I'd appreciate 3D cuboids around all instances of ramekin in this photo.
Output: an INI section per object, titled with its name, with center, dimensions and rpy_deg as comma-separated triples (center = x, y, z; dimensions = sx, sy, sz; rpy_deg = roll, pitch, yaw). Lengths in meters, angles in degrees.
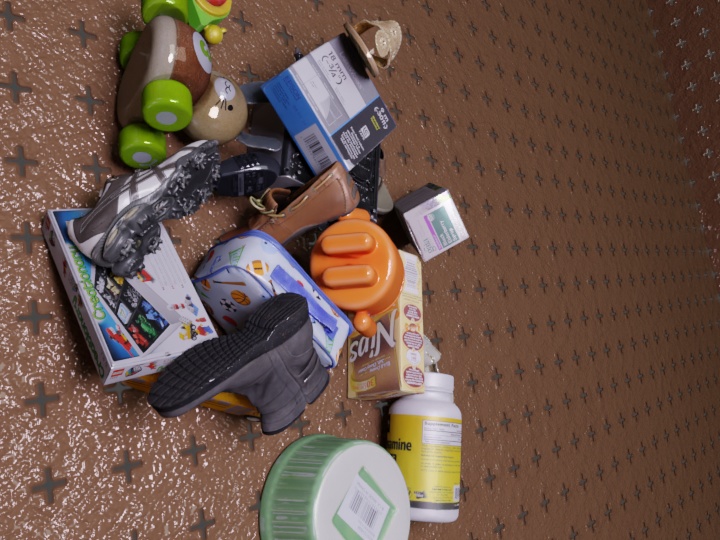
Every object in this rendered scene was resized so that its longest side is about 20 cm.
[ramekin]
center = -0.025, 0.315, 0.833
dimensions = 0.197, 0.097, 0.205
rpy_deg = 16, 66, -41

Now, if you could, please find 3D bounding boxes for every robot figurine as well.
[robot figurine]
center = 0.000, -0.002, 0.851
dimensions = 0.144, 0.116, 0.200
rpy_deg = 48, 1, 14

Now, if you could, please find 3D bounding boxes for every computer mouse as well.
[computer mouse]
center = -0.194, -0.112, 0.786
dimensions = 0.195, 0.059, 0.035
rpy_deg = -12, 68, -19

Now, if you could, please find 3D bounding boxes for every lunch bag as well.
[lunch bag]
center = -0.105, 0.046, 0.792
dimensions = 0.200, 0.158, 0.076
rpy_deg = 47, 51, -24

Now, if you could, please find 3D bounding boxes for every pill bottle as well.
[pill bottle]
center = 0.093, 0.257, 0.950
dimensions = 0.111, 0.111, 0.205
rpy_deg = 17, 71, -40

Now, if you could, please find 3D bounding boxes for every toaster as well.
[toaster]
center = -0.064, -0.171, 0.931
dimensions = 0.179, 0.117, 0.205
rpy_deg = 22, 63, -40

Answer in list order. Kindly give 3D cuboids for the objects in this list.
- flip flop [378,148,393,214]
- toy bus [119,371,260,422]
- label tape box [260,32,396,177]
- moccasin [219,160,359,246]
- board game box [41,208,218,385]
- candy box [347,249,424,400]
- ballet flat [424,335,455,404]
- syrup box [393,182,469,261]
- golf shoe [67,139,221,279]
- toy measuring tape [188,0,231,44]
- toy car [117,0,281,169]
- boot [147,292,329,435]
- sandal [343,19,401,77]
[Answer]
[flip flop]
center = 0.010, -0.190, 1.055
dimensions = 0.080, 0.057, 0.205
rpy_deg = -14, 87, -46
[toy bus]
center = -0.171, 0.122, 0.747
dimensions = 0.196, 0.078, 0.067
rpy_deg = 21, 63, -23
[label tape box]
center = -0.022, -0.232, 0.863
dimensions = 0.146, 0.063, 0.200
rpy_deg = 57, 46, -16
[moccasin]
center = -0.099, -0.076, 0.813
dimensions = 0.079, 0.198, 0.074
rpy_deg = 58, 28, -22
[board game box]
center = -0.246, 0.016, 0.689
dimensions = 0.125, 0.035, 0.202
rpy_deg = -7, 56, -45
[candy box]
center = 0.036, 0.084, 0.955
dimensions = 0.055, 0.114, 0.205
rpy_deg = 16, 66, -39
[ballet flat]
center = 0.112, 0.165, 1.044
dimensions = 0.075, 0.063, 0.204
rpy_deg = -28, 97, -45
[syrup box]
center = 0.107, -0.083, 1.028
dimensions = 0.080, 0.080, 0.200
rpy_deg = 62, 2, -10
[golf shoe]
center = -0.229, -0.087, 0.693
dimensions = 0.093, 0.079, 0.201
rpy_deg = 23, 50, 15
[toy measuring tape]
center = -0.225, -0.409, 0.880
dimensions = 0.073, 0.073, 0.204
rpy_deg = -23, 95, -46
[toy car]
center = -0.183, -0.212, 0.785
dimensions = 0.197, 0.157, 0.168
rpy_deg = 9, 61, -36
[boot]
center = -0.114, 0.127, 0.679
dimensions = 0.198, 0.069, 0.134
rpy_deg = -31, 124, -29
[sandal]
center = 0.022, -0.316, 0.878
dimensions = 0.078, 0.069, 0.212
rpy_deg = 56, 5, -16
